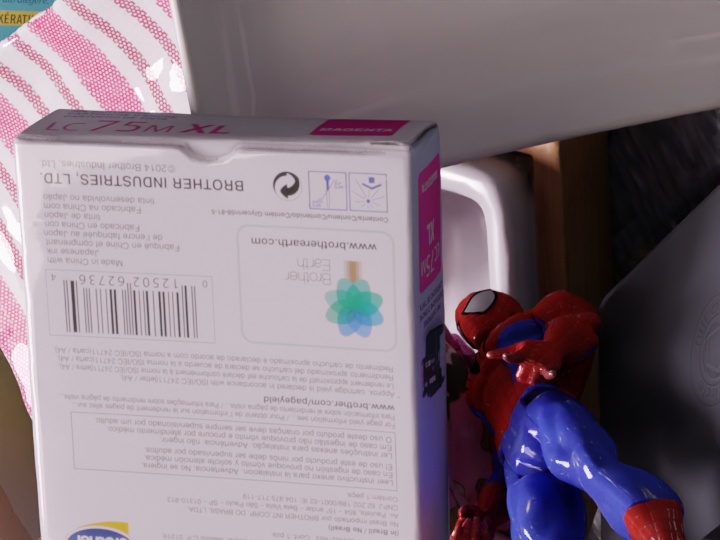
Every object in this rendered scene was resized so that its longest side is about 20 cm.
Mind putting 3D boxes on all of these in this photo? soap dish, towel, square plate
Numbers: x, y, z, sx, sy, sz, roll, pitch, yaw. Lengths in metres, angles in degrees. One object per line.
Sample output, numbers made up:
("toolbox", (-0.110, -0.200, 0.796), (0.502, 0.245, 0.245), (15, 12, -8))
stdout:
("soap dish", (0.000, 0.000, 1.035), (0.200, 0.081, 0.158), (15, 121, 36))
("towel", (-0.079, -0.021, 1.014), (0.200, 0.030, 0.147), (-31, 91, 46))
("square plate", (0.032, -0.133, 0.867), (0.028, 0.198, 0.201), (-110, 7, -76))

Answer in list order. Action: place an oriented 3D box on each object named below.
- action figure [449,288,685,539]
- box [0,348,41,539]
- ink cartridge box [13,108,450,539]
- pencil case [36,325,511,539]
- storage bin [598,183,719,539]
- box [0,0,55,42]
("action figure", (0.052, 0.052, 0.842), (0.200, 0.052, 0.066), (-104, 30, -67))
("box", (-0.155, 0.104, 1.147), (0.095, 0.078, 0.200), (-44, 46, 22))
("ink cartridge box", (-0.035, 0.054, 0.875), (0.119, 0.042, 0.201), (3, 105, 16))
("pencil case", (-0.039, 0.092, 0.958), (0.200, 0.086, 0.083), (-29, 75, 20))
("storage bin", (0.147, 0.040, 0.834), (0.200, 0.145, 0.135), (131, 141, -56))
("box", (-0.123, -0.172, 1.037), (0.049, 0.082, 0.201), (-116, 30, -61))
